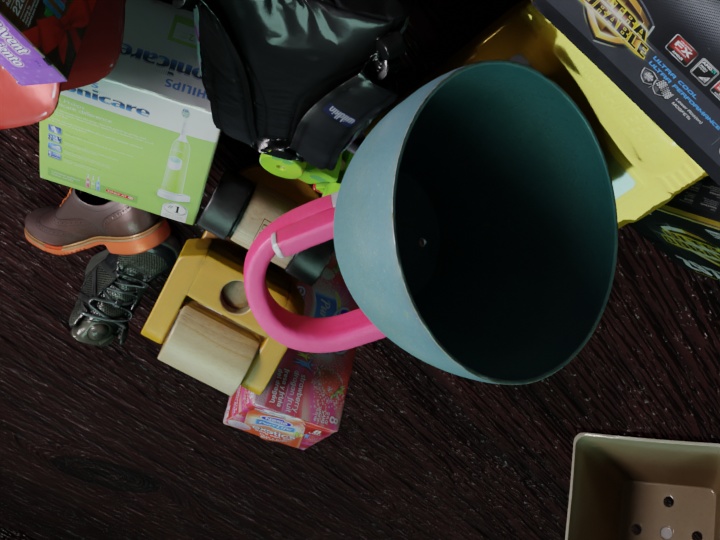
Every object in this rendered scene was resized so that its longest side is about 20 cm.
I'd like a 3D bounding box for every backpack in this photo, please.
[{"bbox_3d":[-0.038,-0.159,0.814,0.165,0.128,0.201,25,156,5],"label":"backpack"}]

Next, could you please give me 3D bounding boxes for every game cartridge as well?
[{"bbox_3d":[0.127,-0.091,0.854,0.176,0.033,0.199,44,129,-15],"label":"game cartridge"}]

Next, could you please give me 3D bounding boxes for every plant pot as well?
[{"bbox_3d":[0.388,0.334,1.567,0.197,0.204,0.177,1,164,25],"label":"plant pot"},{"bbox_3d":[0.057,-0.027,0.804,0.199,0.203,0.134,30,159,-33],"label":"plant pot"}]

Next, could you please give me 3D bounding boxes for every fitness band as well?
[{"bbox_3d":[0.000,0.000,0.991,0.197,0.038,0.145,-19,130,9],"label":"fitness band"}]

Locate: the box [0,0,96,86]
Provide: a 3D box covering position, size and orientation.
[{"bbox_3d":[-0.184,-0.225,0.659,0.038,0.203,0.137,-1,153,28],"label":"box"}]

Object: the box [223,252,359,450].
[{"bbox_3d":[-0.060,0.064,1.199,0.094,0.203,0.100,20,155,-17],"label":"box"}]

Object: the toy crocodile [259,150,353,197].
[{"bbox_3d":[-0.042,-0.097,1.005,0.061,0.069,0.199,-2,155,40],"label":"toy crocodile"}]

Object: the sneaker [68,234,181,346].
[{"bbox_3d":[-0.262,0.022,1.325,0.075,0.116,0.198,24,151,-27],"label":"sneaker"}]

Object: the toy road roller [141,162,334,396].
[{"bbox_3d":[-0.104,-0.002,1.104,0.121,0.202,0.146,27,-166,-8],"label":"toy road roller"}]

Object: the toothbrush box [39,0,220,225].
[{"bbox_3d":[-0.184,-0.133,0.989,0.143,0.087,0.200,17,156,-7],"label":"toothbrush box"}]

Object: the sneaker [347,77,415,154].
[{"bbox_3d":[0.059,-0.109,0.924,0.139,0.079,0.198,30,150,-32],"label":"sneaker"}]

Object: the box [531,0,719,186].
[{"bbox_3d":[0.217,-0.152,0.669,0.200,0.050,0.199,45,150,2],"label":"box"}]

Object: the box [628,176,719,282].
[{"bbox_3d":[0.281,-0.029,0.912,0.159,0.050,0.199,30,180,-34],"label":"box"}]

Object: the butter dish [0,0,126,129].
[{"bbox_3d":[-0.223,-0.195,0.813,0.198,0.204,0.147,0,-175,40],"label":"butter dish"}]

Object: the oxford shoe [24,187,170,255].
[{"bbox_3d":[-0.281,-0.063,1.235,0.197,0.071,0.073,0,124,34],"label":"oxford shoe"}]
